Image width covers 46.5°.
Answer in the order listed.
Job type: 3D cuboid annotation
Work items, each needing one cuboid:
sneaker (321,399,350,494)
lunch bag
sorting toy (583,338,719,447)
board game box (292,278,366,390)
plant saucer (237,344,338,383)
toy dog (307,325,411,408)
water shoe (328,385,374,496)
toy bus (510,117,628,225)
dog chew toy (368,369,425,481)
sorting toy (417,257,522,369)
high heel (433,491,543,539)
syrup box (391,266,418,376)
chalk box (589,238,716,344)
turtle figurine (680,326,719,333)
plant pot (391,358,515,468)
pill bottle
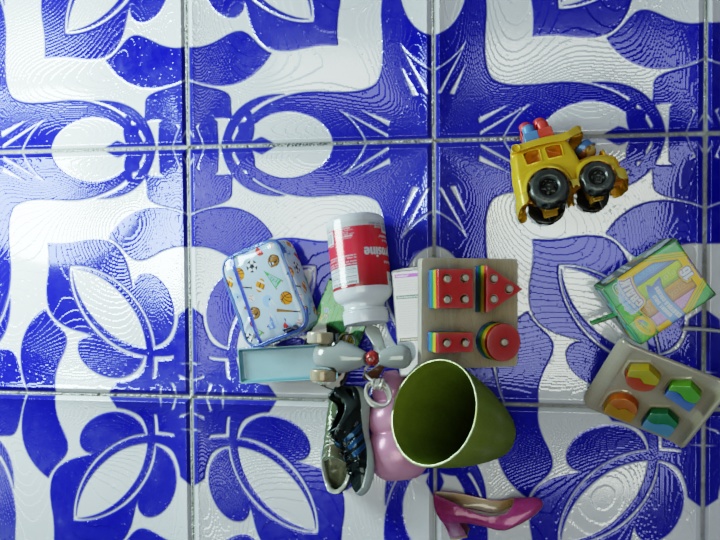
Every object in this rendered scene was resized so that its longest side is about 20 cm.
[{"bbox_3d":[-0.039,0.333,1.602,0.066,0.090,0.202,3,99,10],"label":"sneaker"},{"bbox_3d":[-0.180,0.049,1.627,0.159,0.075,0.202,-20,85,17],"label":"lunch bag"},{"bbox_3d":[0.519,0.225,1.492,0.199,0.037,0.186,25,134,10],"label":"sorting toy"},{"bbox_3d":[-0.050,0.128,1.640,0.104,0.023,0.202,23,96,10],"label":"board game box"},{"bbox_3d":[-0.141,0.182,1.638,0.198,0.019,0.071,-4,92,9],"label":"plant saucer"},{"bbox_3d":[-0.007,0.163,1.555,0.198,0.096,0.133,21,93,10],"label":"toy dog"},{"bbox_3d":[-0.025,0.314,1.546,0.078,0.071,0.202,6,66,-24],"label":"water shoe"},{"bbox_3d":[0.364,-0.196,1.519,0.198,0.136,0.194,-13,74,7],"label":"toy bus"},{"bbox_3d":[0.067,0.290,1.581,0.123,0.125,0.202,-6,83,9],"label":"dog chew toy"},{"bbox_3d":[0.208,0.078,1.526,0.197,0.070,0.202,0,89,-18],"label":"sorting toy"},{"bbox_3d":[0.238,0.438,1.581,0.199,0.067,0.097,-20,99,22],"label":"high heel"},{"bbox_3d":[0.109,0.094,1.584,0.081,0.079,0.202,-4,91,10],"label":"syrup box"},{"bbox_3d":[0.502,0.049,1.496,0.199,0.124,0.124,-36,86,10],"label":"chalk box"},{"bbox_3d":[0.709,0.140,1.456,0.193,0.144,0.201,-35,90,5],"label":"turtle figurine"},{"bbox_3d":[0.188,0.276,1.511,0.186,0.199,0.189,-20,58,36],"label":"plant pot"},{"bbox_3d":[0.000,0.000,1.567,0.111,0.112,0.202,-8,81,9],"label":"pill bottle"}]
